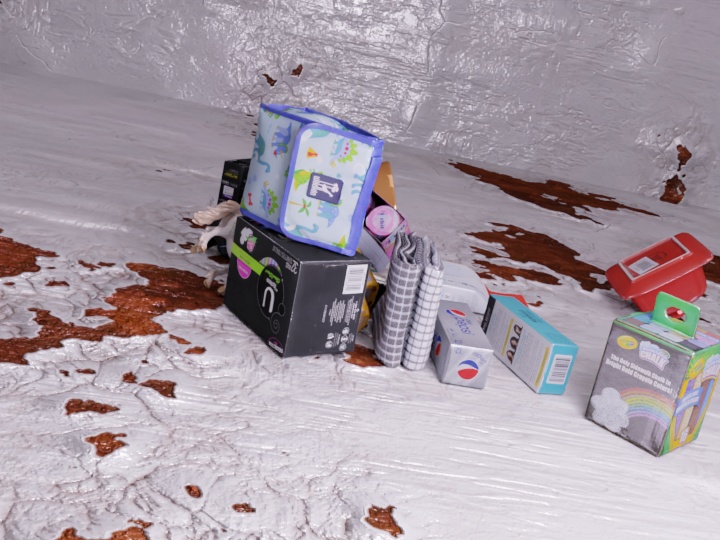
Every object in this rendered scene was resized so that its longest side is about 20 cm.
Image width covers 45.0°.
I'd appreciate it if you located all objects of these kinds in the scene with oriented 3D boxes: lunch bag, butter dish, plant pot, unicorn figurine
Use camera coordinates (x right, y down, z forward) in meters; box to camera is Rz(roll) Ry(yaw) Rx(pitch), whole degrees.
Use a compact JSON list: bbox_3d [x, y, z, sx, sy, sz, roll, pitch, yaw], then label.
[{"bbox_3d":[-0.064,-0.131,1.234,0.200,0.171,0.127,26,21,34],"label":"lunch bag"},{"bbox_3d":[0.638,0.033,1.812,0.199,0.148,0.200,-27,15,10],"label":"butter dish"},{"bbox_3d":[-0.002,-0.112,1.746,0.139,0.201,0.200,-6,18,-1],"label":"plant pot"},{"bbox_3d":[-0.201,-0.025,1.413,0.074,0.201,0.137,29,50,31],"label":"unicorn figurine"}]

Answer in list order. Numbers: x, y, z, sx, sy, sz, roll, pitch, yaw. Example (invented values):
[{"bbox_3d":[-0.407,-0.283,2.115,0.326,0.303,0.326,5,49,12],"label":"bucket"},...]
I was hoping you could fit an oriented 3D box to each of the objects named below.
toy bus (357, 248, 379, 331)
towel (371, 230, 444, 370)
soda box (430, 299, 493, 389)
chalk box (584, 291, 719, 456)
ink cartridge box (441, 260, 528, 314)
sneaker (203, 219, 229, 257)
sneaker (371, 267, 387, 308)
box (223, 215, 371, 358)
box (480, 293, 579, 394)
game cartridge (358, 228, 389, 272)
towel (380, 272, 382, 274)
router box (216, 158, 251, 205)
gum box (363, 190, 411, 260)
[{"bbox_3d":[-0.033,0.004,1.371,0.078,0.065,0.200,-11,53,-25],"label":"toy bus"},{"bbox_3d":[0.069,0.039,1.314,0.085,0.166,0.200,8,17,-2],"label":"towel"},{"bbox_3d":[0.144,0.106,1.321,0.068,0.064,0.200,9,17,-8],"label":"soda box"},{"bbox_3d":[0.416,0.131,1.202,0.124,0.201,0.124,-5,24,-46],"label":"chalk box"},{"bbox_3d":[0.226,0.036,1.640,0.199,0.047,0.160,10,16,-2],"label":"ink cartridge box"},{"bbox_3d":[-0.201,-0.048,1.543,0.200,0.078,0.070,21,-15,40],"label":"sneaker"},{"bbox_3d":[-0.001,0.000,1.469,0.199,0.070,0.094,16,50,-8],"label":"sneaker"},{"bbox_3d":[-0.098,0.018,1.280,0.124,0.149,0.200,-1,21,-36],"label":"box"},{"bbox_3d":[0.256,0.112,1.356,0.049,0.083,0.200,7,18,-23],"label":"box"},{"bbox_3d":[-0.030,-0.072,1.538,0.133,0.041,0.200,28,-11,42],"label":"game cartridge"},{"bbox_3d":[-0.062,-0.004,1.587,0.190,0.032,0.200,3,18,-26],"label":"towel"},{"bbox_3d":[-0.210,-0.150,1.748,0.051,0.150,0.200,20,18,23],"label":"router box"},{"bbox_3d":[-0.001,-0.117,1.593,0.200,0.066,0.114,43,-5,18],"label":"gum box"}]
